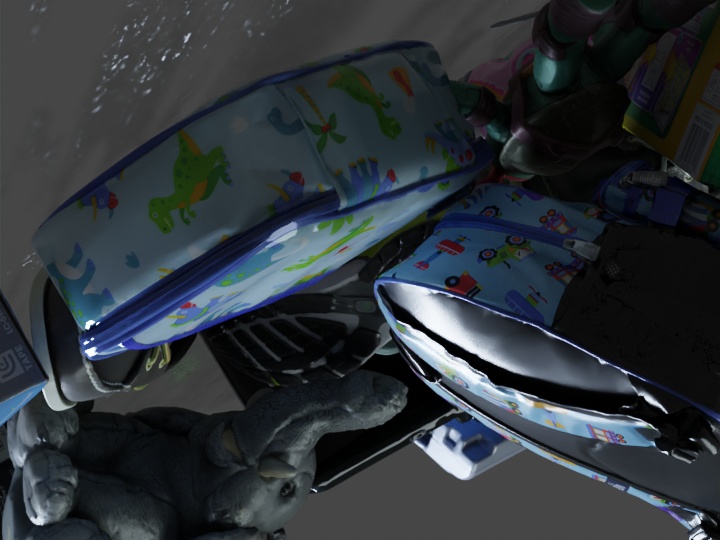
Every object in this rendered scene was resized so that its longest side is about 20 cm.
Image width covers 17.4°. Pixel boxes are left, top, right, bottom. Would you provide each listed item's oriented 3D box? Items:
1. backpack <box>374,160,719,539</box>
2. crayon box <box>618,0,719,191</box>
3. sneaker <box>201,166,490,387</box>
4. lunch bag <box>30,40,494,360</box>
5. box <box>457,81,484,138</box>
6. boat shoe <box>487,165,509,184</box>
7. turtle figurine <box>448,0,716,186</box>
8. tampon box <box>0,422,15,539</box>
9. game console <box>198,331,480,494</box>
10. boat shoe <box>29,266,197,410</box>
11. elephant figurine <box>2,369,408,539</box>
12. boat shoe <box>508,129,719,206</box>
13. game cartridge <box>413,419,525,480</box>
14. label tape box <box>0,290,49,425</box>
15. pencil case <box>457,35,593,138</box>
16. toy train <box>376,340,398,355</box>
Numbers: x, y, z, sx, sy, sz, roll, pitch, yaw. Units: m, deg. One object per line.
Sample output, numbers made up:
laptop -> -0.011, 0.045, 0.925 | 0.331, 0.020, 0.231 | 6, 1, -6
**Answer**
backpack -> 0.115, 0.026, 1.141 | 0.135, 0.200, 0.183 | -61, 157, -15
crayon box -> 0.185, -0.107, 1.149 | 0.200, 0.058, 0.119 | -120, -128, -74
sneaker -> 0.000, 0.000, 1.276 | 0.200, 0.074, 0.081 | -23, -147, 28
lunch bag -> -0.045, -0.032, 1.086 | 0.161, 0.082, 0.200 | -30, 176, 33
box -> 0.002, -0.062, 1.334 | 0.041, 0.039, 0.200 | -33, 175, 40
boat shoe -> 0.069, -0.076, 1.512 | 0.199, 0.074, 0.066 | 136, -27, -67
turtle figurine -> 0.094, -0.101, 1.174 | 0.150, 0.101, 0.200 | -29, 170, -33
tampon box -> -0.232, 0.149, 1.451 | 0.126, 0.150, 0.200 | -29, 176, 2
game console -> 0.006, 0.056, 1.484 | 0.176, 0.200, 0.116 | -29, 142, -8
boat shoe -> -0.124, 0.027, 1.208 | 0.061, 0.072, 0.201 | -6, -174, 5
elephant figurine -> -0.089, 0.122, 1.287 | 0.200, 0.142, 0.155 | -1, -178, -18
boat shoe -> 0.156, -0.059, 1.295 | 0.200, 0.072, 0.068 | -7, 159, -46
game cartridge -> 0.049, 0.048, 1.553 | 0.133, 0.200, 0.041 | -26, 146, -37
label tape box -> -0.259, 0.085, 1.082 | 0.200, 0.063, 0.144 | -28, 176, -30
pencil case -> 0.153, -0.128, 1.341 | 0.200, 0.087, 0.087 | -32, 176, 30
toy train -> 0.054, -0.009, 1.407 | 0.200, 0.114, 0.085 | 4, 132, -29
